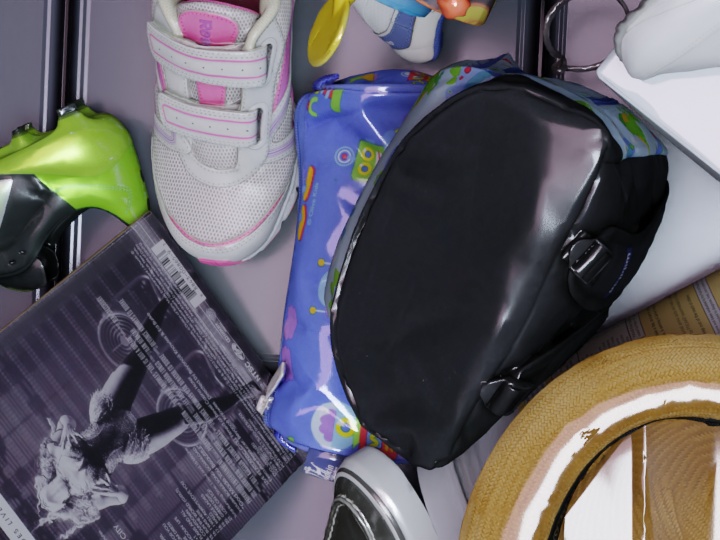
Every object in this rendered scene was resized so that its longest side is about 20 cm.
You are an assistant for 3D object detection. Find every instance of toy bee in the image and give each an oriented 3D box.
[{"bbox_3d":[0.029,-0.152,0.931,0.199,0.109,0.132,6,104,4],"label":"toy bee"}]

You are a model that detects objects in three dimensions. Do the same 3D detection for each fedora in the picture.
[{"bbox_3d":[0.133,0.125,0.853,0.200,0.082,0.202,0,91,6],"label":"fedora"}]

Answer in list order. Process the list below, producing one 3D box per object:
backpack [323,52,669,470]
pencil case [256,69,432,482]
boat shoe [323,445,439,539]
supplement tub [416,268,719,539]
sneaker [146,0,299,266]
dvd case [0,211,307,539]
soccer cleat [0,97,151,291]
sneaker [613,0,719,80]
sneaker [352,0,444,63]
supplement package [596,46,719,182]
[{"bbox_3d":[0.063,-0.020,0.893,0.154,0.200,0.164,35,111,24],"label":"backpack"},{"bbox_3d":[0.000,0.000,1.019,0.086,0.078,0.201,6,92,-11],"label":"pencil case"},{"bbox_3d":[0.005,0.179,0.986,0.063,0.071,0.201,-24,122,-27],"label":"boat shoe"},{"bbox_3d":[0.142,0.094,0.963,0.199,0.145,0.146,-28,87,10],"label":"supplement tub"},{"bbox_3d":[-0.071,-0.102,1.024,0.081,0.088,0.201,2,92,10],"label":"sneaker"},{"bbox_3d":[-0.115,0.079,0.981,0.016,0.200,0.149,-29,100,41],"label":"dvd case"},{"bbox_3d":[-0.203,-0.018,1.065,0.199,0.068,0.081,-22,98,9],"label":"soccer cleat"},{"bbox_3d":[0.195,-0.098,0.782,0.199,0.075,0.088,-13,94,10],"label":"sneaker"},{"bbox_3d":[0.079,-0.182,1.012,0.200,0.075,0.088,-36,99,14],"label":"sneaker"},{"bbox_3d":[0.212,-0.093,0.916,0.152,0.200,0.151,39,98,6],"label":"supplement package"}]
